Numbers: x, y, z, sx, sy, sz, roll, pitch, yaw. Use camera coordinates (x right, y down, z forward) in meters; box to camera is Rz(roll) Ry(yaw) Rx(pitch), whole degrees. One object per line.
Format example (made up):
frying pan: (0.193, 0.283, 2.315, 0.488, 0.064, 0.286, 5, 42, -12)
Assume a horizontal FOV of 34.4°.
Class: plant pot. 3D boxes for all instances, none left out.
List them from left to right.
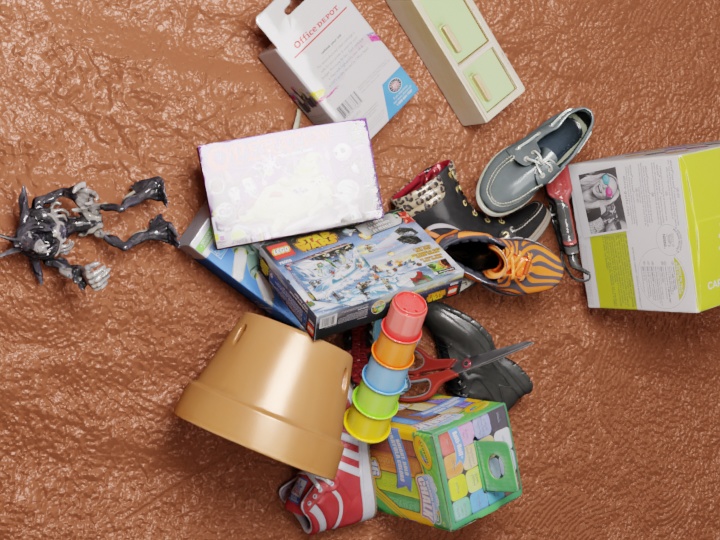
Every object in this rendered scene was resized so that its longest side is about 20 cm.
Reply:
plant pot: (-0.097, 0.137, 1.332, 0.199, 0.200, 0.141, 25, 81, -23)

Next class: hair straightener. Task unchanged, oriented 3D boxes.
hair straightener: (0.272, -0.078, 1.549, 0.041, 0.077, 0.201, -15, 75, 2)

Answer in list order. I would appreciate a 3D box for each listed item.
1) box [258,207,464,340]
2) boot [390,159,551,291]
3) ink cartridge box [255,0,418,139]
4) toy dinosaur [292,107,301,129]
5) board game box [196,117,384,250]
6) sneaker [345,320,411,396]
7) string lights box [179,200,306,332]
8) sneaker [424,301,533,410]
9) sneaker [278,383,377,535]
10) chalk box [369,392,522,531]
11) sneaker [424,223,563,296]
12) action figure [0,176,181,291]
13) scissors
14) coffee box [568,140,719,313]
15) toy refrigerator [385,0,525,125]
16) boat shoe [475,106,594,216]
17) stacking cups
box: (0.000, 0.000, 1.343, 0.199, 0.137, 0.040, -16, 134, -27)
boot: (0.141, -0.074, 1.501, 0.199, 0.073, 0.151, -34, 105, -14)
ink cartridge box: (-0.039, -0.255, 1.409, 0.115, 0.068, 0.200, -46, 110, -17)
toy dinosaur: (-0.052, -0.095, 1.407, 0.047, 0.088, 0.201, -19, 100, 7)
board game box: (-0.079, -0.100, 1.336, 0.199, 0.032, 0.121, -12, 88, -11)
sneaker: (0.031, 0.067, 1.463, 0.095, 0.079, 0.202, 7, 88, -43)
string lights box: (-0.109, -0.013, 1.394, 0.200, 0.059, 0.103, 38, 75, -21)
sneaker: (0.138, 0.119, 1.508, 0.200, 0.076, 0.091, 45, 80, -18)
sneaker: (-0.049, 0.227, 1.427, 0.112, 0.071, 0.201, -16, 101, -26)
chalk box: (0.109, 0.231, 1.417, 0.123, 0.199, 0.126, -18, 100, -34)
sneaker: (0.173, -0.004, 1.423, 0.199, 0.112, 0.078, 9, 96, -18)
action figure: (-0.303, -0.046, 1.283, 0.199, 0.102, 0.120, -17, 111, -24)
scissors: (0.123, 0.126, 1.450, 0.014, 0.199, 0.074, 30, 60, -54)
coffee box: (0.424, -0.062, 1.542, 0.199, 0.197, 0.202, -13, 98, -33)
toy refrigerator: (0.121, -0.289, 1.479, 0.076, 0.070, 0.201, -39, 108, -18)
boat shoe: (0.224, -0.144, 1.479, 0.200, 0.062, 0.073, -39, 88, -24)
stacking cups: (0.031, 0.107, 1.332, 0.060, 0.061, 0.201, -1, 129, -24)
